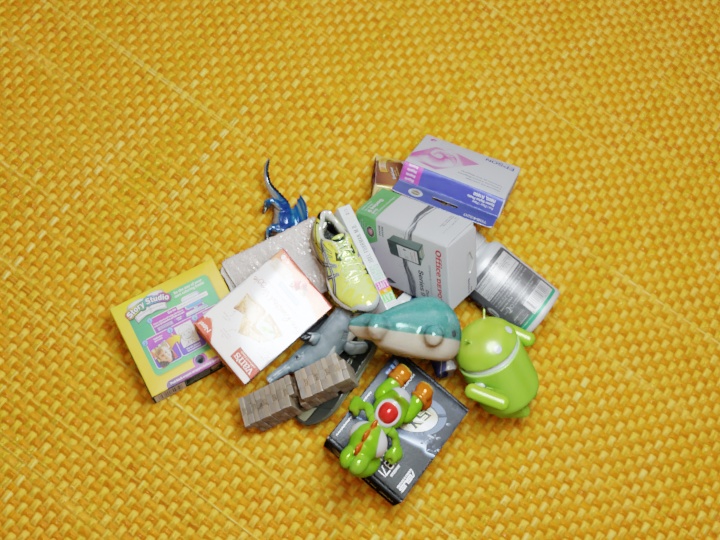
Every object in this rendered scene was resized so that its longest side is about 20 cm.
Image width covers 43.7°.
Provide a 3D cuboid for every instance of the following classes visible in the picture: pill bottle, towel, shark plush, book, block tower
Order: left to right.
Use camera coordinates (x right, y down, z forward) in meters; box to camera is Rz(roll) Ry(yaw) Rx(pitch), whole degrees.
[{"bbox_3d":[-0.140,0.004,1.589,0.198,0.034,0.134,-27,88,3],"label":"towel"},{"bbox_3d":[-0.105,0.206,1.515,0.198,0.058,0.055,-25,61,8],"label":"block tower"},{"bbox_3d":[-0.080,0.118,1.534,0.198,0.084,0.092,-26,57,4],"label":"shark plush"},{"bbox_3d":[0.000,0.000,1.590,0.048,0.134,0.202,-21,75,-21],"label":"book"},{"bbox_3d":[0.251,0.021,1.628,0.199,0.113,0.113,39,72,7],"label":"pill bottle"}]

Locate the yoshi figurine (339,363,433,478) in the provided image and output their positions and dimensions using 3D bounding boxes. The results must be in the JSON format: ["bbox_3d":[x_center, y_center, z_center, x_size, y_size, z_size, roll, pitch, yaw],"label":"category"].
[{"bbox_3d":[0.030,0.257,1.458,0.200,0.111,0.113,-47,123,-32],"label":"yoshi figurine"}]

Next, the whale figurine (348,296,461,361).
[{"bbox_3d":[0.077,0.087,1.470,0.198,0.158,0.105,15,81,-35],"label":"whale figurine"}]

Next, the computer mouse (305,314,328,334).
[{"bbox_3d":[-0.099,0.069,1.616,0.058,0.034,0.201,-35,74,1],"label":"computer mouse"}]

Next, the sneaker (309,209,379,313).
[{"bbox_3d":[-0.033,-0.014,1.499,0.075,0.077,0.201,-25,59,-17],"label":"sneaker"}]

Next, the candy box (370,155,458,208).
[{"bbox_3d":[0.118,-0.148,1.667,0.197,0.057,0.117,9,34,-4],"label":"candy box"}]

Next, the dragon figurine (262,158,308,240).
[{"bbox_3d":[-0.129,-0.102,1.647,0.098,0.059,0.203,-4,77,-11],"label":"dragon figurine"}]

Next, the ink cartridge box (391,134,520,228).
[{"bbox_3d":[0.177,-0.168,1.630,0.194,0.044,0.200,22,33,10],"label":"ink cartridge box"}]

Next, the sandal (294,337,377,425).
[{"bbox_3d":[-0.035,0.192,1.561,0.079,0.057,0.201,36,77,31],"label":"sandal"}]

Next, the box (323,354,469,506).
[{"bbox_3d":[0.060,0.270,1.537,0.163,0.086,0.200,40,72,6],"label":"box"}]

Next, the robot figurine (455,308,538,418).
[{"bbox_3d":[0.233,0.165,1.540,0.201,0.115,0.176,59,46,-28],"label":"robot figurine"}]

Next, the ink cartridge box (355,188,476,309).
[{"bbox_3d":[0.098,-0.037,1.562,0.198,0.148,0.084,23,48,34],"label":"ink cartridge box"}]

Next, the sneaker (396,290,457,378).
[{"bbox_3d":[0.106,0.099,1.609,0.113,0.081,0.202,-6,66,-5],"label":"sneaker"}]

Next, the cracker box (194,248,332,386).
[{"bbox_3d":[-0.164,0.079,1.520,0.200,0.058,0.134,-41,87,-14],"label":"cracker box"}]

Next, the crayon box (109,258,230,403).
[{"bbox_3d":[-0.307,0.103,1.560,0.198,0.058,0.174,-27,76,-14],"label":"crayon box"}]
